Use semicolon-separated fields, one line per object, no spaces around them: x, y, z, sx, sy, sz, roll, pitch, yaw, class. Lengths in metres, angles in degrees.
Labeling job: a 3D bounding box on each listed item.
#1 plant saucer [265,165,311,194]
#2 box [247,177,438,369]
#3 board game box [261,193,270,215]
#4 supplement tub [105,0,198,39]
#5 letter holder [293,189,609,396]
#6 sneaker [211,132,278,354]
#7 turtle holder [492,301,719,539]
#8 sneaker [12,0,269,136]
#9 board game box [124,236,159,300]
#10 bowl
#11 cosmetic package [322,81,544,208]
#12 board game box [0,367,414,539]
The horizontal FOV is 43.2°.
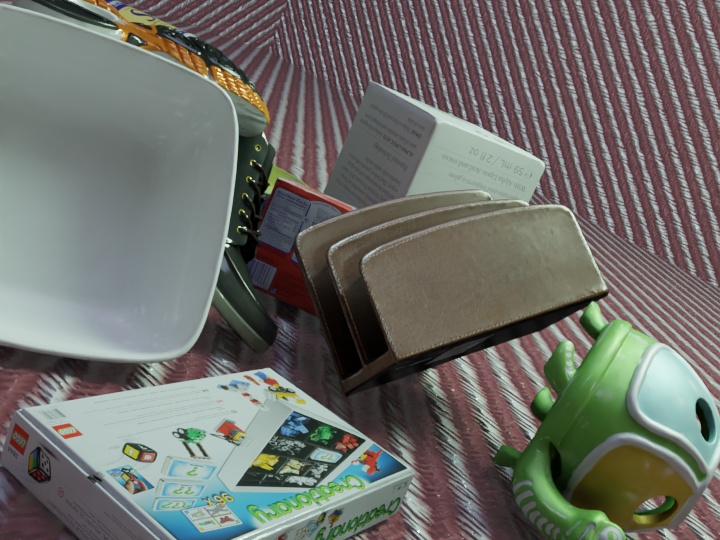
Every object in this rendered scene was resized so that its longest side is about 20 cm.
-0.153;-0.118;1.169;0.198;0.031;0.200;21;15;-6;plant saucer
0.000;0.000;0.831;0.198;0.101;0.095;24;6;2;box
-0.190;-0.063;0.821;0.198;0.035;0.136;12;14;2;board game box
-0.336;-0.297;1.279;0.198;0.147;0.145;25;14;2;supplement tub
0.066;-0.008;0.709;0.198;0.101;0.143;-14;77;-27;letter holder
-0.094;-0.041;0.707;0.201;0.106;0.075;58;-7;15;sneaker
0.179;0.118;0.638;0.131;0.142;0.185;32;14;16;turtle holder
-0.164;-0.131;0.663;0.198;0.092;0.076;20;27;-28;sneaker
-0.194;-0.063;0.700;0.201;0.019;0.103;57;7;6;board game box
-0.187;-0.045;0.582;0.198;0.202;0.074;15;-14;-28;bowl
0.069;-0.079;1.037;0.164;0.202;0.165;14;16;-32;cosmetic package
-0.071;0.106;0.490;0.126;0.035;0.199;31;16;28;board game box
